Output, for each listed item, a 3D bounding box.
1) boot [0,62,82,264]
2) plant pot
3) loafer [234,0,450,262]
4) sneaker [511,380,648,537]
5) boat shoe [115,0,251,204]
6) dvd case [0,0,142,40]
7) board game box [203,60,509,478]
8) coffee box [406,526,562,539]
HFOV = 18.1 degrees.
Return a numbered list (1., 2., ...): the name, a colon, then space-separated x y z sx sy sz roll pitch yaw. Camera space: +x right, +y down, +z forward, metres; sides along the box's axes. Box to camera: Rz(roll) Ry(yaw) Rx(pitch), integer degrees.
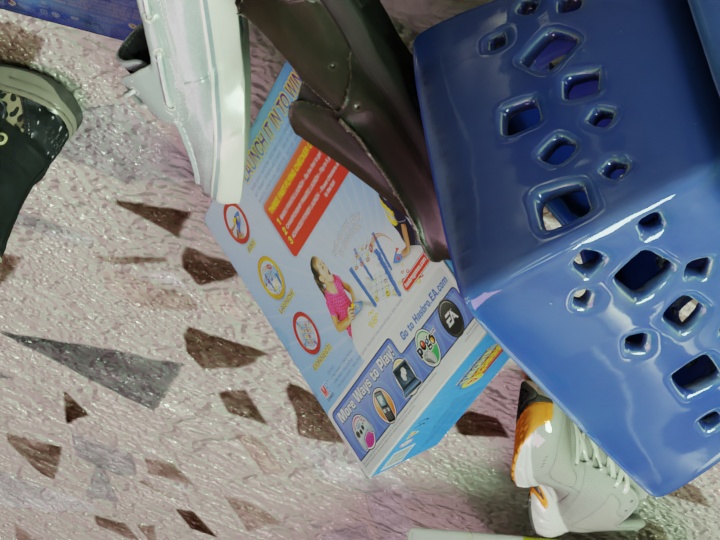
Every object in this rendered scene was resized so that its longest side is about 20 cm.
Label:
1. boot: -0.292 -0.063 1.430 0.203 0.154 0.073 9 151 17
2. plant pot: 0.159 -0.039 1.137 0.180 0.200 0.200 -28 133 20
3. loafer: 0.001 -0.084 1.189 0.071 0.200 0.073 -32 174 18
4. sneaker: 0.161 0.134 1.612 0.092 0.076 0.200 2 157 14
5. boat shoe: -0.099 -0.123 1.248 0.071 0.070 0.201 -2 129 2
6. dvd case: -0.179 -0.200 1.261 0.143 0.018 0.200 15 153 8
7. board game box: 0.006 -0.010 1.304 0.196 0.056 0.200 57 148 15
8. coffee box: 0.148 0.318 1.751 0.198 0.200 0.200 2 166 29
